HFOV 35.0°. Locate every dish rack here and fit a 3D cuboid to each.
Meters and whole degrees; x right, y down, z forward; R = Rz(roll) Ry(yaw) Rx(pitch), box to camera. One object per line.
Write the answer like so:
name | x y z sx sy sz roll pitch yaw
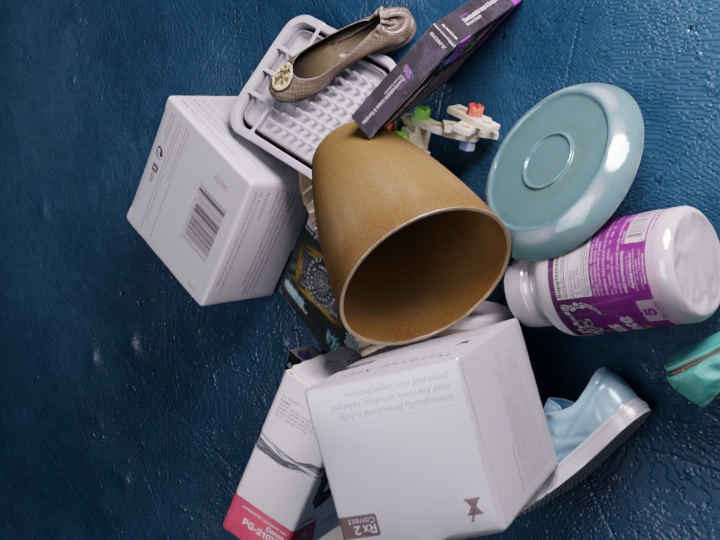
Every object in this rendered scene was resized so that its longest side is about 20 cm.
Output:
dish rack | -0.052 -0.205 1.393 0.200 0.044 0.172 34 90 35

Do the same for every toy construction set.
toy construction set | 0.074 -0.106 1.286 0.131 0.092 0.201 50 122 51

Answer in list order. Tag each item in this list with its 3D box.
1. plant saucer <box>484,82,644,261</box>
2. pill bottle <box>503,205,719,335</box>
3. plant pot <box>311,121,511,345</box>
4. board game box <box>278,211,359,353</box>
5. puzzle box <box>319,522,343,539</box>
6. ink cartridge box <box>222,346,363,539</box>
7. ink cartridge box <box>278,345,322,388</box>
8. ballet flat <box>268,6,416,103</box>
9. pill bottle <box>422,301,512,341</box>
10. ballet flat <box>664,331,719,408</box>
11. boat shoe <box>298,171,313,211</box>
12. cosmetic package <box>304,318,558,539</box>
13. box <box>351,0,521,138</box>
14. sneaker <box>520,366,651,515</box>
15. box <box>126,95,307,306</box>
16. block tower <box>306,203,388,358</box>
plant saucer | 0.194 -0.105 1.147 0.200 0.027 0.201 -33 42 36
pill bottle | 0.244 0.006 1.126 0.199 0.112 0.113 -11 89 45
plant pot | 0.027 -0.059 1.178 0.187 0.186 0.200 -58 45 32
board game box | -0.026 0.036 1.423 0.200 0.028 0.136 51 132 33
puzzle box | -0.027 0.221 1.335 0.133 0.025 0.201 26 106 24
ink cartridge box | -0.050 0.198 1.248 0.084 0.145 0.201 30 108 20
ink cartridge box | -0.023 0.188 1.434 0.200 0.044 0.094 36 120 33
ballet flat | -0.029 -0.258 1.345 0.199 0.046 0.068 -22 62 22
pill bottle | 0.113 0.139 1.271 0.111 0.111 0.201 8 102 42
ballet flat | 0.375 0.069 1.054 0.070 0.067 0.200 48 130 -2
boat shoe | -0.005 -0.062 1.386 0.072 0.065 0.200 -45 64 14
cosmetic package | 0.075 0.157 1.119 0.164 0.200 0.166 -15 91 24
box | 0.083 -0.224 1.190 0.036 0.200 0.143 45 127 0
sneaker | 0.216 0.179 1.211 0.200 0.074 0.082 -47 63 24
box | -0.182 -0.095 1.505 0.200 0.130 0.200 45 124 30
block tower | 0.000 0.000 1.307 0.058 0.054 0.201 -27 72 23
